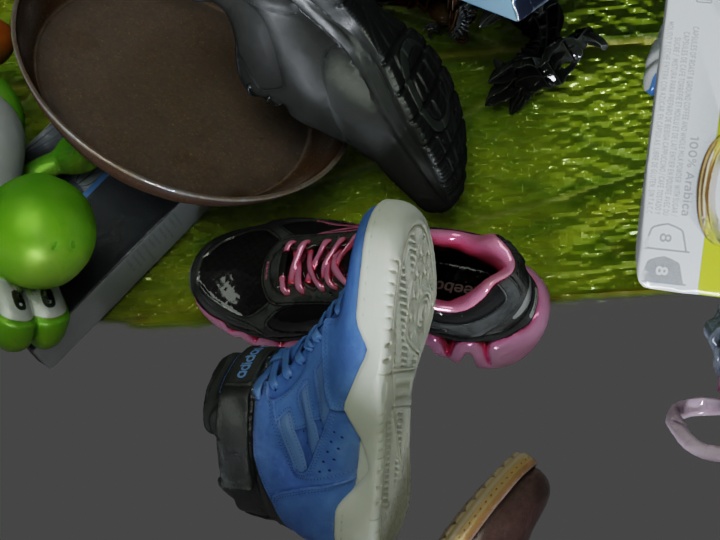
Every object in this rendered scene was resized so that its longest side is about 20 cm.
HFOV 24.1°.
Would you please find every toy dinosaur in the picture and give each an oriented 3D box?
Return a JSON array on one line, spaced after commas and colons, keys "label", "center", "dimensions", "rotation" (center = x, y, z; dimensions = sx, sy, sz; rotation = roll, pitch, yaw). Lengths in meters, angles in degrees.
[{"label": "toy dinosaur", "center": [0.083, -0.182, 0.964], "dimensions": [0.200, 0.102, 0.136], "rotation": [-29, 49, 20]}]

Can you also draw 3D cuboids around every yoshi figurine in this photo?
[{"label": "yoshi figurine", "center": [-0.193, -0.057, 0.910], "dimensions": [0.112, 0.112, 0.200], "rotation": [-22, 70, -6]}]

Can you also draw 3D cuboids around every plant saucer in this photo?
[{"label": "plant saucer", "center": [-0.100, -0.108, 0.946], "dimensions": [0.200, 0.034, 0.200], "rotation": [15, 46, -17]}]

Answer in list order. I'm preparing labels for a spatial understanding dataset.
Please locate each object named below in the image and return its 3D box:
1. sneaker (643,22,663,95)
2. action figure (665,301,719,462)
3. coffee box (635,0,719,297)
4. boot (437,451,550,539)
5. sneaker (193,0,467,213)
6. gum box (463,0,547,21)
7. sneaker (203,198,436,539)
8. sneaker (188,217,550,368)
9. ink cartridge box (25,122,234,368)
[{"label": "sneaker", "center": [0.251, -0.087, 0.914], "dimensions": [0.200, 0.081, 0.146], "rotation": [42, 94, 12]}, {"label": "action figure", "center": [0.275, 0.070, 0.830], "dimensions": [0.200, 0.134, 0.149], "rotation": [24, 109, -9]}, {"label": "coffee box", "center": [0.237, -0.098, 0.771], "dimensions": [0.198, 0.200, 0.200], "rotation": [7, 103, 9]}, {"label": "boot", "center": [0.090, 0.210, 0.837], "dimensions": [0.166, 0.072, 0.200], "rotation": [30, 75, 5]}, {"label": "sneaker", "center": [-0.015, -0.111, 0.924], "dimensions": [0.091, 0.076, 0.200], "rotation": [-31, 99, 28]}, {"label": "gum box", "center": [0.078, -0.220, 0.926], "dimensions": [0.170, 0.045, 0.200], "rotation": [-36, 39, -19]}, {"label": "sneaker", "center": [-0.028, 0.049, 0.854], "dimensions": [0.111, 0.200, 0.077], "rotation": [15, 32, 18]}, {"label": "sneaker", "center": [0.000, 0.000, 0.903], "dimensions": [0.200, 0.095, 0.079], "rotation": [3, 72, 11]}, {"label": "ink cartridge box", "center": [-0.145, -0.049, 0.974], "dimensions": [0.099, 0.039, 0.200], "rotation": [40, 79, 20]}]
